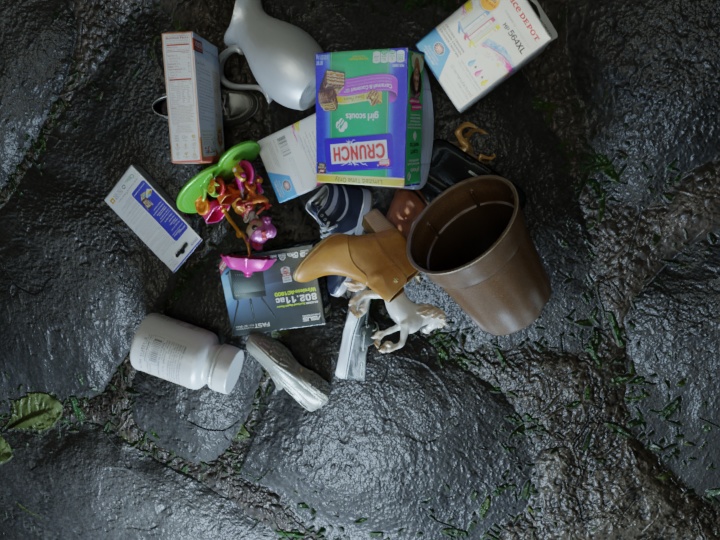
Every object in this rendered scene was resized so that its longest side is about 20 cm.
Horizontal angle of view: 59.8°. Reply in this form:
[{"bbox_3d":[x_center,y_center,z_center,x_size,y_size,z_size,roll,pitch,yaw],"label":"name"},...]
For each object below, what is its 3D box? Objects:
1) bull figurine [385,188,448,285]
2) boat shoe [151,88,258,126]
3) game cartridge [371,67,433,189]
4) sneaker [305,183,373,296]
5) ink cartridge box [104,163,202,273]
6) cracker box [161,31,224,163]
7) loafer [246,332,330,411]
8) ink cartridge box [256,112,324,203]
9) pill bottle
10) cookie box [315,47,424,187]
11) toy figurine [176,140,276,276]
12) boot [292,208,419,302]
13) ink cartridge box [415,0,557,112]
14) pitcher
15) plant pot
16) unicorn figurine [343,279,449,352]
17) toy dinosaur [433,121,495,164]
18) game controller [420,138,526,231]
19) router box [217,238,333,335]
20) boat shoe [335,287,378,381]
[{"bbox_3d":[0.072,-0.049,1.129,0.119,0.065,0.203,24,110,-2],"label":"bull figurine"},{"bbox_3d":[-0.287,-0.298,1.149,0.195,0.057,0.069,0,101,11],"label":"boat shoe"},{"bbox_3d":[0.066,-0.243,1.071,0.132,0.040,0.206,13,107,49],"label":"game cartridge"},{"bbox_3d":[-0.054,-0.058,1.124,0.106,0.070,0.205,11,100,-32],"label":"sneaker"},{"bbox_3d":[-0.399,-0.101,1.221,0.095,0.037,0.200,-44,88,15],"label":"ink cartridge box"},{"bbox_3d":[-0.279,-0.285,1.061,0.056,0.134,0.206,-1,98,5],"label":"cracker box"},{"bbox_3d":[-0.147,0.200,1.210,0.199,0.070,0.070,42,113,-8],"label":"loafer"},{"bbox_3d":[-0.073,-0.215,1.120,0.196,0.068,0.117,-21,96,15],"label":"ink cartridge box"},{"bbox_3d":[-0.334,0.166,1.221,0.195,0.114,0.117,18,104,7],"label":"pill bottle"},{"bbox_3d":[0.013,-0.240,0.999,0.168,0.075,0.205,7,104,29],"label":"cookie box"},{"bbox_3d":[-0.202,-0.090,1.099,0.199,0.149,0.186,-39,77,31],"label":"toy figurine"},{"bbox_3d":[0.000,0.000,1.048,0.199,0.071,0.145,-35,72,-12],"label":"boot"},{"bbox_3d":[0.206,-0.368,1.008,0.198,0.125,0.130,-36,93,16],"label":"ink cartridge box"},{"bbox_3d":[-0.158,-0.357,1.092,0.200,0.121,0.173,44,119,11],"label":"pitcher"},{"bbox_3d":[0.207,-0.013,1.029,0.198,0.202,0.199,-32,125,15],"label":"plant pot"},{"bbox_3d":[0.068,0.075,1.104,0.136,0.074,0.202,-37,109,-3],"label":"unicorn figurine"},{"bbox_3d":[0.166,-0.205,1.082,0.197,0.060,0.108,31,106,4],"label":"toy dinosaur"},{"bbox_3d":[0.186,-0.143,1.082,0.197,0.042,0.105,31,125,-3],"label":"game controller"},{"bbox_3d":[-0.161,0.033,1.189,0.195,0.062,0.154,-8,101,12],"label":"router box"},{"bbox_3d":[0.003,0.115,1.179,0.069,0.072,0.204,12,114,0],"label":"boat shoe"}]
